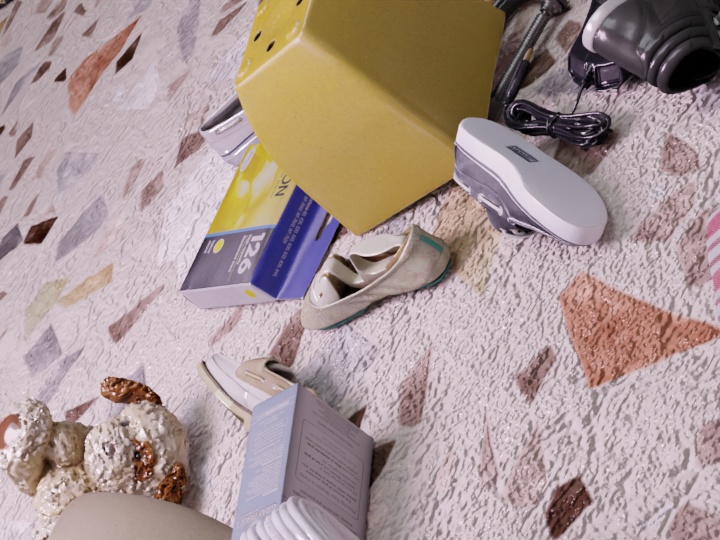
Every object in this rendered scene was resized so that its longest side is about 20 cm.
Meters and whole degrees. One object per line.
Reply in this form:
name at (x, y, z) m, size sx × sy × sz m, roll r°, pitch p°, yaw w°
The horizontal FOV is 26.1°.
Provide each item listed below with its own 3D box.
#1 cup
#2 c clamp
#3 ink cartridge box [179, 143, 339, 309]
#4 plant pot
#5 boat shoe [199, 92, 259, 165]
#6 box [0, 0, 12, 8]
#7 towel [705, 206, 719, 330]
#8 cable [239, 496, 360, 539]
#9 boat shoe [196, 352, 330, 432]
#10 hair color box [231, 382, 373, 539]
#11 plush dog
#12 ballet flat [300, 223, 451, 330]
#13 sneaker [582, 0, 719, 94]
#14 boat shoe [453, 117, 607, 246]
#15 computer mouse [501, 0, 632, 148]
cup at (-0.154, 0.278, 1.281) m, size 0.142 × 0.201 × 0.202 m, roll -8°, pitch 47°, yaw 19°
c clamp at (0.144, -0.205, 1.516) m, size 0.170 × 0.027 × 0.201 m, roll 1°, pitch 61°, yaw 61°
ink cartridge box at (-0.093, -0.057, 1.665) m, size 0.199 × 0.047 × 0.199 m, roll -9°, pitch 50°, yaw 53°
plant pot at (-0.005, -0.190, 1.503) m, size 0.194 × 0.199 × 0.197 m, roll -30°, pitch 38°, yaw 45°
boat shoe at (-0.107, -0.210, 1.821) m, size 0.200 × 0.067 × 0.074 m, roll -47°, pitch 31°, yaw 10°
box at (-0.719, -0.595, 3.104) m, size 0.199 × 0.050 × 0.200 m, roll -17°, pitch 44°, yaw 46°
towel at (0.302, -0.007, 1.063) m, size 0.146 × 0.030 × 0.201 m, roll -44°, pitch 28°, yaw 37°
cable at (0.002, 0.238, 1.063) m, size 0.069 × 0.200 × 0.200 m, roll -46°, pitch -5°, yaw -2°
boat shoe at (-0.086, 0.119, 1.451) m, size 0.069 × 0.075 × 0.200 m, roll -48°, pitch 37°, yaw -5°
hair color box at (-0.049, 0.205, 1.270) m, size 0.060 × 0.099 × 0.201 m, roll -29°, pitch 37°, yaw 33°
plush dog at (-0.246, 0.204, 1.545) m, size 0.171 × 0.160 × 0.201 m, roll -32°, pitch 62°, yaw 7°
ballet flat at (0.000, 0.000, 1.456) m, size 0.199 × 0.062 × 0.068 m, roll -24°, pitch 40°, yaw 40°
sneaker at (0.288, -0.216, 1.290) m, size 0.199 × 0.071 × 0.099 m, roll -36°, pitch 64°, yaw -17°
boat shoe at (0.138, -0.061, 1.330) m, size 0.200 × 0.071 × 0.068 m, roll 44°, pitch 129°, yaw 47°
computer mouse at (0.207, -0.198, 1.393) m, size 0.140 × 0.046 × 0.202 m, roll 10°, pitch 75°, yaw 49°
